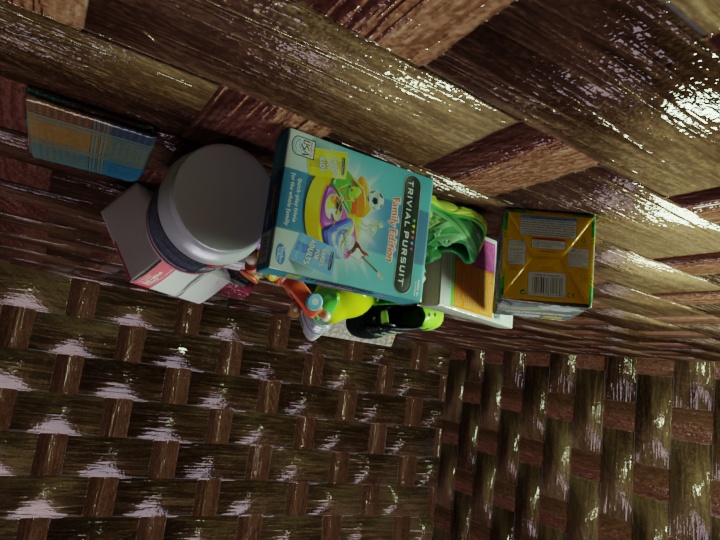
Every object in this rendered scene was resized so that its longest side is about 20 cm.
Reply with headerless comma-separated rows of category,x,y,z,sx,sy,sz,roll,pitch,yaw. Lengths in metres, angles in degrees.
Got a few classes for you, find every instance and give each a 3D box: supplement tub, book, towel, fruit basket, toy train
supplement tub,-0.198,-0.074,0.725,0.137,0.145,0.199,13,169,-26
book,0.181,0.009,0.896,0.196,0.138,0.047,17,166,-38
towel,-0.340,-0.163,0.705,0.143,0.022,0.199,12,167,-27
fruit basket,0.000,0.000,0.914,0.208,0.161,0.216,-5,178,0
toy train,-0.122,0.020,0.816,0.152,0.055,0.199,53,167,-14

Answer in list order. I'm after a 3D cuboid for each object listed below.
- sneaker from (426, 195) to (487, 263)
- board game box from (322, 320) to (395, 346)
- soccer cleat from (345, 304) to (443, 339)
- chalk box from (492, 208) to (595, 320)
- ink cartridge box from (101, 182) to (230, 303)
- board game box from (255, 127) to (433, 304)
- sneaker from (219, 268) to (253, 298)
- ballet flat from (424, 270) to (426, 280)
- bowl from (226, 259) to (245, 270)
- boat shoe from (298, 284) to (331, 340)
sneaker,0.085,-0.056,0.762,0.194,0.086,0.074,11,170,-14
board game box,-0.020,0.049,1.128,0.155,0.099,0.201,12,-160,-20
soccer cleat,0.045,0.077,0.940,0.196,0.070,0.080,-10,170,35
chalk box,0.262,0.001,0.827,0.120,0.128,0.200,5,170,10
ink cartridge box,-0.326,-0.037,0.959,0.082,0.149,0.200,-34,160,5
board game box,-0.012,-0.056,0.647,0.195,0.156,0.047,13,168,-28
sneaker,-0.290,-0.014,1.096,0.196,0.076,0.081,28,159,17
ballet flat,0.011,-0.023,0.798,0.069,0.071,0.199,19,-163,-47
bowl,-0.207,-0.053,0.975,0.194,0.097,0.201,7,170,1
boat shoe,-0.096,0.027,1.008,0.072,0.205,0.067,12,143,-27
